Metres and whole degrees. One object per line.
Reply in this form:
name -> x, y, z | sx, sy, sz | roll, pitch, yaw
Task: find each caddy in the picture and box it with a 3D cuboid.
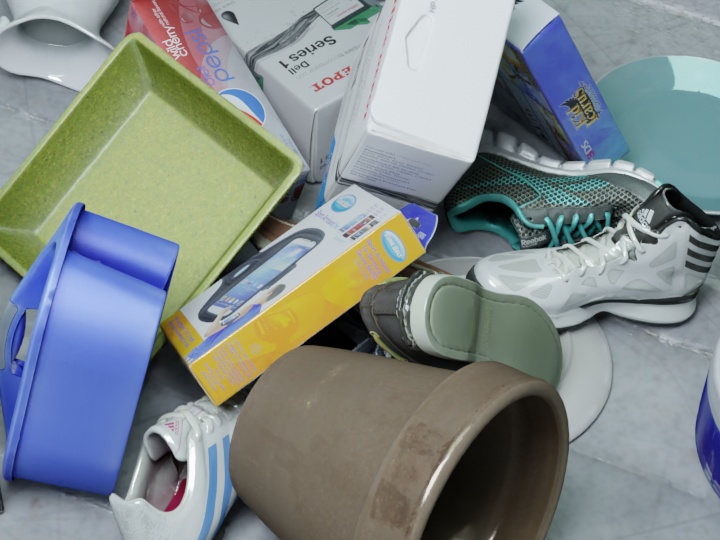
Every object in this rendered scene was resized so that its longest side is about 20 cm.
caddy -> -0.192, 0.053, 1.206 | 0.104, 0.201, 0.142 | 15, 28, -6

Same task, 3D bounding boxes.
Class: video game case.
video game case -> 0.118, -0.178, 1.447 | 0.045, 0.200, 0.181 | -44, 54, -3

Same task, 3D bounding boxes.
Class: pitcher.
pitcher -> -0.280, -0.256, 1.539 | 0.170, 0.122, 0.201 | 7, 55, -11

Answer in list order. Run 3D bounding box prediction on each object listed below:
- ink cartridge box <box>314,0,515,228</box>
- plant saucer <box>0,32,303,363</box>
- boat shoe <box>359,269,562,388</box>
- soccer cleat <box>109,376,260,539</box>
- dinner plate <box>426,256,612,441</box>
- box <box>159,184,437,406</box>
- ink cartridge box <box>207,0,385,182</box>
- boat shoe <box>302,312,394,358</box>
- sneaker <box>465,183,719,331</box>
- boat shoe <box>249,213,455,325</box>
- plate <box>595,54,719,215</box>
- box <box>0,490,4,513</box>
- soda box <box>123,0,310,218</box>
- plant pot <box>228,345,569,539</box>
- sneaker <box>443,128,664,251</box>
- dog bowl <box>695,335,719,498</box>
ink cartridge box -> 0.037, -0.122, 1.328 | 0.084, 0.200, 0.147 | 17, 72, -8
plant saucer -> -0.161, -0.048, 1.356 | 0.199, 0.048, 0.200 | 38, 88, 27
boat shoe -> 0.074, 0.045, 1.239 | 0.060, 0.201, 0.072 | 3, 74, 35
soccer cleat -> -0.101, 0.115, 1.218 | 0.069, 0.087, 0.201 | -3, 39, 32
dinner plate -> 0.092, 0.057, 1.349 | 0.198, 0.024, 0.201 | 3, 45, -3
box -> -0.041, 0.006, 1.242 | 0.199, 0.042, 0.119 | -38, 19, -6
ink cartridge box -> -0.047, -0.184, 1.521 | 0.146, 0.085, 0.200 | -30, 56, -29
boat shoe -> 0.007, 0.079, 1.276 | 0.072, 0.068, 0.200 | -40, 58, -17
sneaker -> 0.180, -0.020, 1.344 | 0.199, 0.116, 0.076 | -1, 43, -23
boat shoe -> 0.000, 0.000, 1.337 | 0.199, 0.076, 0.072 | 30, 78, 30
plate -> 0.284, -0.111, 1.528 | 0.198, 0.026, 0.201 | 3, 47, -3
box -> -0.278, 0.030, 1.213 | 0.049, 0.200, 0.201 | -7, 47, -11
soda box -> -0.119, -0.130, 1.439 | 0.063, 0.070, 0.201 | -21, 66, -26
plant pot -> 0.012, 0.132, 1.159 | 0.174, 0.201, 0.200 | 23, 48, 28
sneaker -> 0.155, -0.043, 1.422 | 0.198, 0.078, 0.092 | 14, 50, 20
dog bowl -> 0.343, 0.108, 1.288 | 0.198, 0.079, 0.201 | 3, 47, -3
